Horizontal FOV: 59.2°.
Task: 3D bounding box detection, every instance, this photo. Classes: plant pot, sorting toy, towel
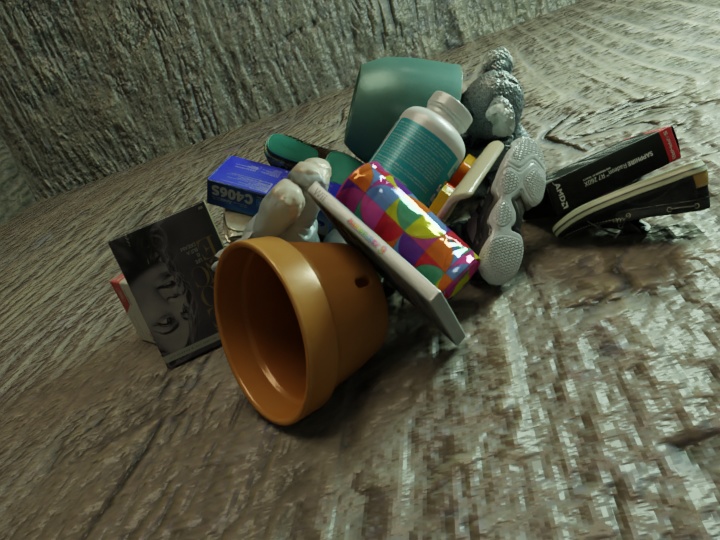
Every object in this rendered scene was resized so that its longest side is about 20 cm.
[{"bbox_3d":[0.060,-0.251,1.037,0.156,0.205,0.202,12,23,-6],"label":"plant pot"},{"bbox_3d":[0.115,-0.085,0.907,0.201,0.036,0.186,-54,-3,42],"label":"sorting toy"},{"bbox_3d":[-0.061,0.053,0.722,0.138,0.206,0.198,-17,16,-38],"label":"plant pot"},{"bbox_3d":[-0.153,-0.095,1.012,0.129,0.035,0.202,3,35,-14],"label":"towel"}]

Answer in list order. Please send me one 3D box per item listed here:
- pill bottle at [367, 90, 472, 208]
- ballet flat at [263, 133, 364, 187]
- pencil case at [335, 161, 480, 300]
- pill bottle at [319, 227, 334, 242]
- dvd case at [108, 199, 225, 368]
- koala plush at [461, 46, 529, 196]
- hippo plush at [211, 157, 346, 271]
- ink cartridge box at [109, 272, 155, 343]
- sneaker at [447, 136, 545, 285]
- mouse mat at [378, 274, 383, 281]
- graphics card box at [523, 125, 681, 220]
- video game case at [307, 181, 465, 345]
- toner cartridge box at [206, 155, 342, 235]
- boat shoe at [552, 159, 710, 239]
[{"bbox_3d":[0.075,-0.150,0.900,0.202,0.110,0.111,-54,27,-1],"label":"pill bottle"},{"bbox_3d":[-0.065,-0.164,1.040,0.196,0.075,0.075,26,32,1],"label":"ballet flat"},{"bbox_3d":[0.056,-0.042,0.782,0.088,0.200,0.089,-39,-16,-13],"label":"pencil case"},{"bbox_3d":[-0.044,-0.105,1.118,0.195,0.119,0.117,-14,24,17],"label":"pill bottle"},{"bbox_3d":[-0.253,0.022,0.918,0.146,0.204,0.016,-23,15,-5],"label":"dvd case"},{"bbox_3d":[0.212,-0.243,1.035,0.178,0.202,0.181,6,56,4],"label":"koala plush"},{"bbox_3d":[-0.067,-0.034,0.839,0.201,0.161,0.159,-48,6,-21],"label":"hippo plush"},{"bbox_3d":[-0.304,0.055,0.999,0.197,0.119,0.067,3,32,46],"label":"ink cartridge box"},{"bbox_3d":[0.170,-0.077,0.838,0.113,0.074,0.205,-8,60,60],"label":"sneaker"},{"bbox_3d":[0.000,0.000,0.939,0.159,0.008,0.201,-26,17,36],"label":"mouse mat"},{"bbox_3d":[0.327,-0.134,0.893,0.196,0.052,0.125,-24,5,-7],"label":"graphics card box"},{"bbox_3d":[0.030,-0.006,0.706,0.018,0.143,0.200,-45,60,-3],"label":"video game case"},{"bbox_3d":[-0.129,-0.118,0.981,0.195,0.044,0.096,16,35,6],"label":"toner cartridge box"},{"bbox_3d":[0.329,-0.071,0.781,0.197,0.064,0.074,-22,0,41],"label":"boat shoe"}]
